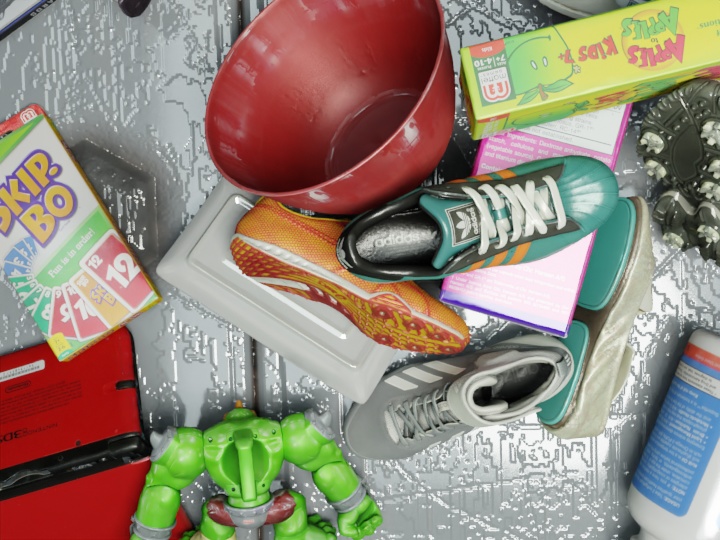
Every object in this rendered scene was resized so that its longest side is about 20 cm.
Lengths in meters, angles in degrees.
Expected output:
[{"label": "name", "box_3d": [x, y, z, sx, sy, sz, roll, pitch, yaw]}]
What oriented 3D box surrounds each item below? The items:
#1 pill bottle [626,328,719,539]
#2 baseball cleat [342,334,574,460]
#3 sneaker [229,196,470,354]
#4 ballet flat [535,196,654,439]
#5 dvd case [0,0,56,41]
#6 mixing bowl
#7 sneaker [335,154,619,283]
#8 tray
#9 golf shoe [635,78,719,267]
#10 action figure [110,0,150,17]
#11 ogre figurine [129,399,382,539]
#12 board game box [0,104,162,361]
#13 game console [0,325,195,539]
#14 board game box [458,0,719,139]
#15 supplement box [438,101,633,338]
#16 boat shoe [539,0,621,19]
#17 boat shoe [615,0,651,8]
[{"label": "pill bottle", "box_3d": [0.271, 0.155, 0.766, 0.112, 0.112, 0.200, 21, 95, 3]}, {"label": "baseball cleat", "box_3d": [0.063, 0.098, 0.768, 0.200, 0.106, 0.070, -27, 85, 17]}, {"label": "sneaker", "box_3d": [0.000, 0.000, 0.773, 0.200, 0.073, 0.077, 30, 61, -2]}, {"label": "ballet flat", "box_3d": [0.196, 0.039, 0.799, 0.062, 0.067, 0.201, 15, 100, -24]}, {"label": "dvd case", "box_3d": [-0.285, -0.292, 0.827, 0.200, 0.025, 0.151, -34, 90, 5]}, {"label": "mixing bowl", "box_3d": [-0.006, -0.117, 0.753, 0.200, 0.108, 0.201, -16, 56, 25]}, {"label": "sneaker", "box_3d": [0.080, -0.030, 0.683, 0.199, 0.080, 0.072, -16, 91, 7]}, {"label": "tray", "box_3d": [-0.053, 0.010, 0.809, 0.200, 0.022, 0.108, 33, 71, 2]}, {"label": "golf shoe", "box_3d": [0.251, -0.086, 0.721, 0.077, 0.200, 0.088, 30, 76, 27]}, {"label": "action figure", "box_3d": [-0.239, -0.284, 0.778, 0.200, 0.069, 0.130, 35, 105, 6]}, {"label": "ogre figurine", "box_3d": [-0.086, 0.172, 0.798, 0.199, 0.098, 0.120, 0, 109, 9]}, {"label": "board game box", "box_3d": [-0.256, -0.035, 0.829, 0.095, 0.030, 0.200, -33, 83, -3]}, {"label": "game console", "box_3d": [-0.260, 0.163, 0.858, 0.199, 0.119, 0.173, -17, 61, 5]}, {"label": "board game box", "box_3d": [0.167, -0.137, 0.658, 0.199, 0.102, 0.048, -13, 89, 5]}, {"label": "supplement box", "box_3d": [0.133, -0.063, 0.768, 0.103, 0.101, 0.201, 16, 94, 4]}, {"label": "boat shoe", "box_3d": [0.194, -0.223, 0.770, 0.200, 0.062, 0.075, 27, 113, 11]}, {"label": "boat shoe", "box_3d": [0.224, -0.271, 0.705, 0.071, 0.091, 0.201, 15, 55, -6]}]
